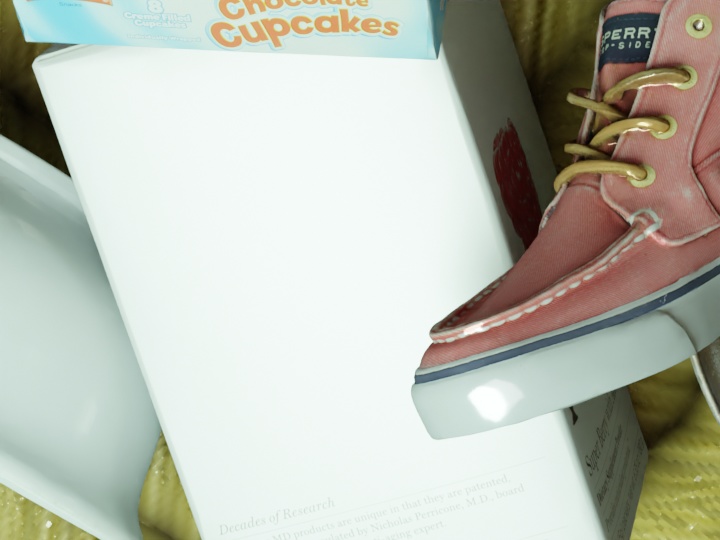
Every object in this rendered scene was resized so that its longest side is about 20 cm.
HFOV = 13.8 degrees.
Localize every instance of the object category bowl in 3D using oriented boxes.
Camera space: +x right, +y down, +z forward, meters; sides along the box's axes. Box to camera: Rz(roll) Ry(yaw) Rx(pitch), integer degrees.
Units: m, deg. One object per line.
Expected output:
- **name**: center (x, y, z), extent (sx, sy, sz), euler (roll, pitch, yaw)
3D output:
- **bowl**: center (-0.133, 0.002, 0.918), extent (0.201, 0.201, 0.090), euler (30, 83, 1)

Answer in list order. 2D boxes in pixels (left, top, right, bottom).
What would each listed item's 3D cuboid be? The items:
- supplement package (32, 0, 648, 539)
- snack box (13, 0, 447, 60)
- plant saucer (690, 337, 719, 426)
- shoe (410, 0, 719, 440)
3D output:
- **supplement package**: center (0.000, 0.000, 0.909), extent (0.120, 0.121, 0.200), euler (-16, 103, 14)
- **snack box**: center (-0.024, -0.149, 0.844), extent (0.116, 0.200, 0.037), euler (3, 147, 9)
- **plant saucer**: center (0.199, 0.000, 0.920), extent (0.200, 0.032, 0.200), euler (3, 106, 10)
- **shoe**: center (0.077, -0.028, 0.830), extent (0.071, 0.200, 0.091), euler (-12, 102, 50)
